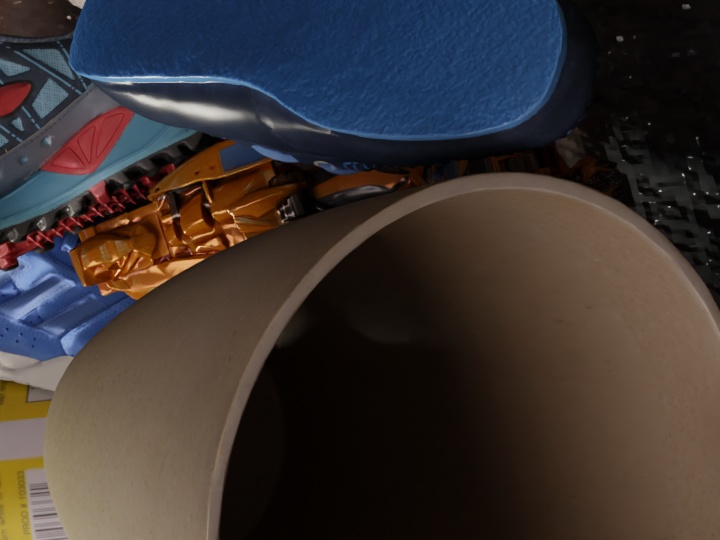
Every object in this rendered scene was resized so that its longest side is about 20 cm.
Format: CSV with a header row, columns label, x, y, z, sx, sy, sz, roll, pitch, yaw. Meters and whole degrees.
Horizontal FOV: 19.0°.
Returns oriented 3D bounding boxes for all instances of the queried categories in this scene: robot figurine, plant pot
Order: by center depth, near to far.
label,x,y,z,sx,sy,sz,roll,pitch,yaw
plant pot,-0.015,0.063,0.661,0.200,0.187,0.187,4,126,56
robot figurine,0.000,0.000,0.783,0.200,0.058,0.145,-20,89,21

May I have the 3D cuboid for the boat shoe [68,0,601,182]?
label,x,y,z,sx,sy,sz,roll,pitch,yaw
boat shoe,-0.002,-0.069,0.657,0.200,0.084,0.069,18,170,44

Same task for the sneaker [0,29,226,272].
label,x,y,z,sx,sy,sz,roll,pitch,yaw
sneaker,-0.148,-0.050,0.829,0.096,0.200,0.079,64,170,9

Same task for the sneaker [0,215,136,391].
label,x,y,z,sx,sy,sz,roll,pitch,yaw
sneaker,-0.115,-0.012,0.889,0.200,0.077,0.111,5,118,25

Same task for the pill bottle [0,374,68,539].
label,x,y,z,sx,sy,sz,roll,pitch,yaw
pill bottle,-0.183,0.099,0.937,0.200,0.113,0.113,-6,123,2

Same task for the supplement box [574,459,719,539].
label,x,y,z,sx,sy,sz,roll,pitch,yaw
supplement box,0.158,0.112,0.743,0.200,0.086,0.110,36,138,-21

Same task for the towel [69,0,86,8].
label,x,y,z,sx,sy,sz,roll,pitch,yaw
towel,-0.104,-0.190,0.726,0.133,0.034,0.200,35,130,46
